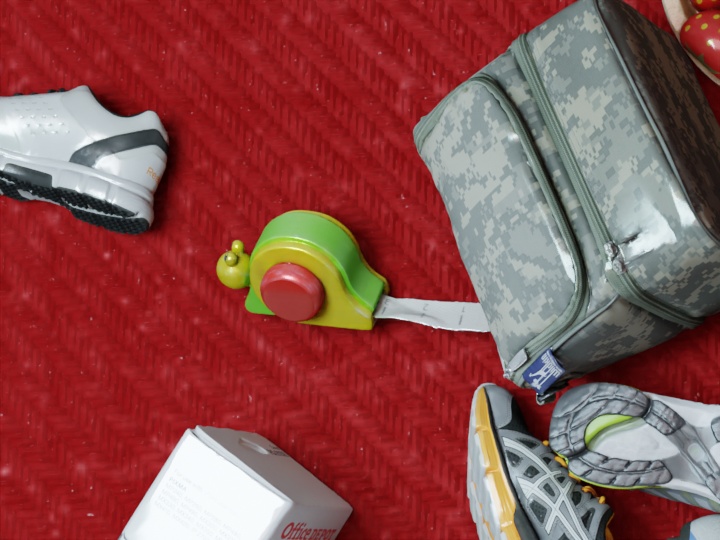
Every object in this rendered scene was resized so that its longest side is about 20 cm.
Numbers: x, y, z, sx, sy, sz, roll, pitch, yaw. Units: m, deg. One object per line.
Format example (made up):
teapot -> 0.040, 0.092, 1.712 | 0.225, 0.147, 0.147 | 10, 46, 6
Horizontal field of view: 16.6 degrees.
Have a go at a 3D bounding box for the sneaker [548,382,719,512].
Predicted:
sneaker -> 0.215, 0.112, 1.483 | 0.199, 0.081, 0.074 | 16, 88, 12

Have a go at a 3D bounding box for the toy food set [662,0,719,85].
toy food set -> 0.280, -0.197, 1.519 | 0.197, 0.049, 0.202 | 14, 87, 17

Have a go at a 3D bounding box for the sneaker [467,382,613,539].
sneaker -> 0.114, 0.151, 1.496 | 0.077, 0.079, 0.201 | -13, 53, -8

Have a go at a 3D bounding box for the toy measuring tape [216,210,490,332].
toy measuring tape -> 0.000, 0.000, 1.561 | 0.198, 0.074, 0.074 | 5, 84, 19

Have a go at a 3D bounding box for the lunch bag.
lunch bag -> 0.133, -0.041, 1.492 | 0.167, 0.139, 0.201 | -32, 67, 24

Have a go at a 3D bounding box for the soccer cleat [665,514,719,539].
soccer cleat -> 0.223, 0.246, 1.467 | 0.086, 0.070, 0.202 | -1, 83, 16

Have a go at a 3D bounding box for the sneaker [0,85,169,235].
sneaker -> -0.216, -0.088, 1.648 | 0.199, 0.074, 0.080 | 18, 74, 13

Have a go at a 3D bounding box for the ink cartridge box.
ink cartridge box -> -0.105, 0.204, 1.529 | 0.084, 0.145, 0.201 | 33, 93, 16
